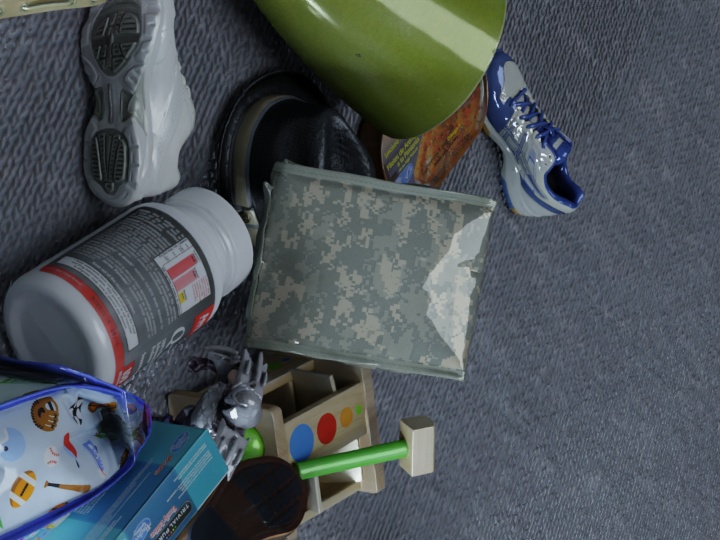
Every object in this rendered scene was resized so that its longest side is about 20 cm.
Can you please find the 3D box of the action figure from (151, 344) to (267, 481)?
[{"bbox_3d":[-0.140,0.130,1.510,0.069,0.200,0.131,42,50,-14],"label":"action figure"}]

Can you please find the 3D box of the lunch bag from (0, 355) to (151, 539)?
[{"bbox_3d":[-0.278,0.124,1.364,0.199,0.169,0.125,-18,106,-47],"label":"lunch bag"}]

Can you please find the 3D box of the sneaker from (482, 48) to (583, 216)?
[{"bbox_3d":[0.186,-0.149,1.981,0.075,0.088,0.201,-47,127,-35],"label":"sneaker"}]

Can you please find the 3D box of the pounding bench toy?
[{"bbox_3d":[-0.051,0.159,1.626,0.156,0.199,0.125,-24,113,-48],"label":"pounding bench toy"}]

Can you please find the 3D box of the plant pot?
[{"bbox_3d":[-0.004,-0.246,1.671,0.199,0.186,0.189,26,73,-34],"label":"plant pot"}]

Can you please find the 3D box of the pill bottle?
[{"bbox_3d":[-0.184,0.015,1.509,0.200,0.115,0.117,-37,121,-43],"label":"pill bottle"}]

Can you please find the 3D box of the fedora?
[{"bbox_3d":[-0.043,-0.083,1.693,0.200,0.091,0.203,-8,100,-51],"label":"fedora"}]

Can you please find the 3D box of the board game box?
[{"bbox_3d":[-0.221,0.176,1.413,0.151,0.199,0.047,-50,129,-35],"label":"board game box"}]

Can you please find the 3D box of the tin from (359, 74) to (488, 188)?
[{"bbox_3d":[0.064,-0.152,1.868,0.200,0.042,0.113,-52,135,-35],"label":"tin"}]

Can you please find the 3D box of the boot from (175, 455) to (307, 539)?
[{"bbox_3d":[-0.117,0.216,1.492,0.075,0.097,0.200,53,27,3],"label":"boot"}]

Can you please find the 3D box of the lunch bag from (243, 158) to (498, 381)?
[{"bbox_3d":[0.000,0.000,1.596,0.198,0.118,0.166,10,90,-13],"label":"lunch bag"}]

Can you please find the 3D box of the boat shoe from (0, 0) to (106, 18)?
[{"bbox_3d":[-0.282,-0.196,1.350,0.199,0.073,0.064,-23,121,-18],"label":"boat shoe"}]

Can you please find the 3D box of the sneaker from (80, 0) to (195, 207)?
[{"bbox_3d":[-0.178,-0.156,1.544,0.099,0.077,0.202,-9,110,-57],"label":"sneaker"}]
